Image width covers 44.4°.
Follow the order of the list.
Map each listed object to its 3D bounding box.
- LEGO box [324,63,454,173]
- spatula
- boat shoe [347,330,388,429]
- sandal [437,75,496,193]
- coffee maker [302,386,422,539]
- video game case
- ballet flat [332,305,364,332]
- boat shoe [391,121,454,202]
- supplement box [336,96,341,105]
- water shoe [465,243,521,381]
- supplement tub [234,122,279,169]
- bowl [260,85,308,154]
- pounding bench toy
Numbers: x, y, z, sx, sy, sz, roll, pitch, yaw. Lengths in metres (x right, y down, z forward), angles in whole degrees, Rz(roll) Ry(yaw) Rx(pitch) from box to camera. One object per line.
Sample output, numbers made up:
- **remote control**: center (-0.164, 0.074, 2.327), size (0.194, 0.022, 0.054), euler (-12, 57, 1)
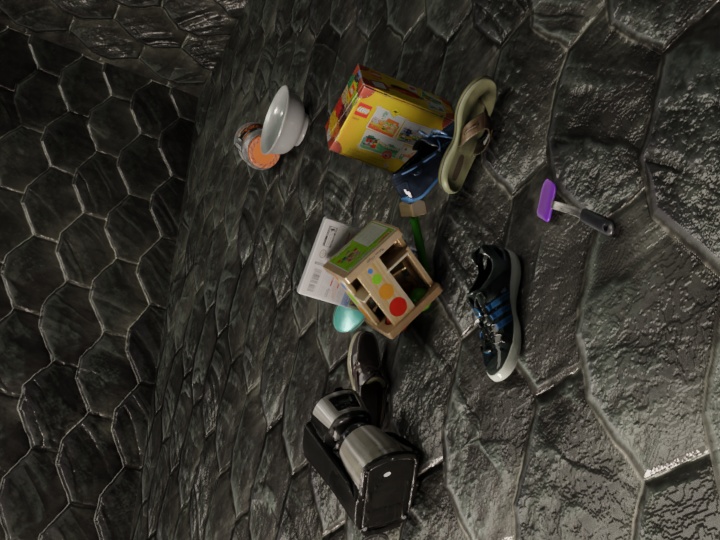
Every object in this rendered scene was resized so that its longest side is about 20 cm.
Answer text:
- **LEGO box**: center (0.054, -0.273, 1.649), size (0.150, 0.198, 0.078), euler (-57, 28, 33)
- **spatula**: center (0.288, -0.081, 1.197), size (0.200, 0.020, 0.057), euler (-140, 56, -63)
- **boat shoe**: center (0.019, 0.202, 1.580), size (0.065, 0.071, 0.203), euler (-30, 51, 51)
- **sandal**: center (0.191, -0.223, 1.479), size (0.057, 0.079, 0.204), euler (26, 103, 45)
- **coffee maker**: center (-0.012, 0.321, 1.431), size (0.200, 0.134, 0.194), euler (40, 108, 53)
- **video game case**: center (0.000, 0.000, 1.585), size (0.145, 0.198, 0.018), euler (-69, 23, 10)
- **ballet flat**: center (0.007, 0.032, 1.745), size (0.202, 0.067, 0.071), euler (-64, 0, 22)
- **boat shoe**: center (0.124, -0.203, 1.517), size (0.084, 0.069, 0.201), euler (-16, 31, 47)
- **supplement box**: center (0.026, -0.326, 1.869), size (0.199, 0.109, 0.087), euler (1, 74, 67)
- **water shoe**: center (0.183, 0.060, 1.274), size (0.071, 0.078, 0.203), euler (-37, 42, 55)
- **supplement tub**: center (-0.309, -0.375, 2.671), size (0.124, 0.121, 0.200), euler (-69, 24, 10)
- **bowl**: center (-0.206, -0.411, 2.494), size (0.201, 0.089, 0.203), euler (-46, 35, 46)
- **pounding bench toy**: center (0.069, -0.005, 1.522), size (0.200, 0.157, 0.124), euler (-42, 21, -9)
